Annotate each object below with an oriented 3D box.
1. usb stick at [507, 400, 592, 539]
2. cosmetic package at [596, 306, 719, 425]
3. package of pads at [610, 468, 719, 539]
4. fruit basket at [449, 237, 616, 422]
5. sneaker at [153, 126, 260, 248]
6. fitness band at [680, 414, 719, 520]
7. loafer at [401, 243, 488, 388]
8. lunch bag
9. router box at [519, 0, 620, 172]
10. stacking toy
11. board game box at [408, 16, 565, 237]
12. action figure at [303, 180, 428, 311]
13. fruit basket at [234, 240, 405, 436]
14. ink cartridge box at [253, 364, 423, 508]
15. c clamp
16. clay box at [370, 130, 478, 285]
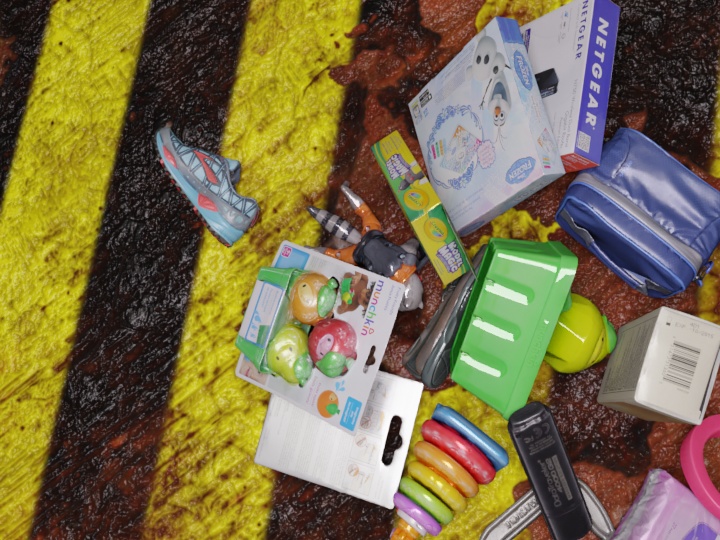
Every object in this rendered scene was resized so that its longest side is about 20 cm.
[{"bbox_3d":[0.219,0.236,0.799,0.054,0.033,0.203,-25,116,2],"label":"usb stick"},{"bbox_3d":[0.335,0.113,0.792,0.069,0.200,0.108,19,84,11],"label":"cosmetic package"},{"bbox_3d":[0.390,0.338,0.796,0.198,0.076,0.122,37,84,7],"label":"package of pads"},{"bbox_3d":[0.222,0.073,0.834,0.208,0.156,0.223,1,101,6],"label":"fruit basket"},{"bbox_3d":[-0.218,-0.134,1.008,0.095,0.079,0.202,-37,84,-9],"label":"sneaker"},{"bbox_3d":[0.463,0.237,0.793,0.193,0.038,0.147,7,50,-4],"label":"fitness band"},{"bbox_3d":[0.117,0.050,0.911,0.062,0.072,0.204,26,87,34],"label":"loafer"},{"bbox_3d":[0.344,-0.054,0.854,0.199,0.136,0.133,41,88,13],"label":"lunch bag"},{"bbox_3d":[0.234,-0.223,0.889,0.048,0.178,0.206,15,80,-28],"label":"router box"},{"bbox_3d":[0.081,0.273,0.833,0.108,0.117,0.202,34,75,13],"label":"stacking toy"},{"bbox_3d":[0.152,-0.172,0.888,0.042,0.199,0.205,-5,75,-31],"label":"board game box"},{"bbox_3d":[0.000,0.000,0.924,0.192,0.105,0.202,35,84,24],"label":"action figure"},{"bbox_3d":[-0.058,0.076,0.857,0.197,0.093,0.190,20,90,35],"label":"fruit basket"},{"bbox_3d":[-0.029,0.201,0.919,0.194,0.057,0.167,15,82,8],"label":"ink cartridge box"},{"bbox_3d":[0.249,0.350,0.853,0.197,0.027,0.173,-33,76,2],"label":"c clamp"},{"bbox_3d":[0.078,-0.073,0.862,0.047,0.116,0.202,-28,41,7],"label":"clay box"}]
